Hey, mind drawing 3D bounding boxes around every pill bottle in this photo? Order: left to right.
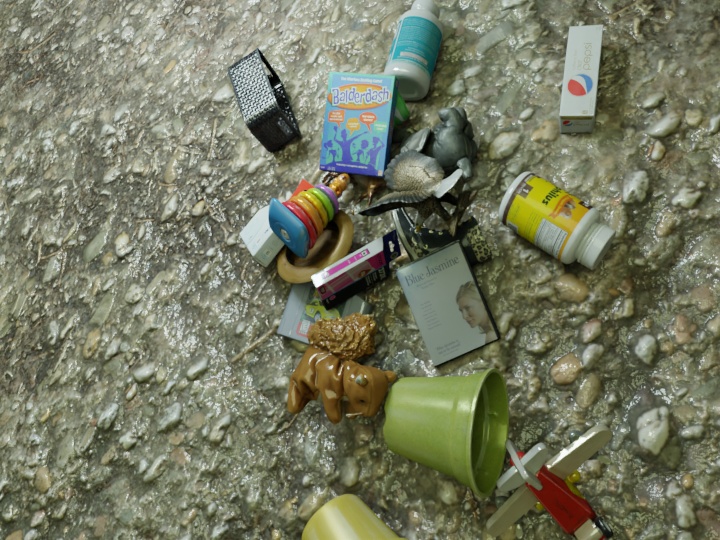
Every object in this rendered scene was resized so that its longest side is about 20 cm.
[{"bbox_3d":[0.123,-0.500,1.244,0.107,0.111,0.207,11,78,24],"label":"pill bottle"},{"bbox_3d":[0.361,-0.089,1.018,0.198,0.109,0.110,38,88,27],"label":"pill bottle"}]

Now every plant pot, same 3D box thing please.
[{"bbox_3d":[-0.005,0.502,0.936,0.202,0.200,0.188,-49,47,0],"label":"plant pot"},{"bbox_3d":[0.143,0.264,0.960,0.179,0.199,0.208,2,73,32],"label":"plant pot"}]

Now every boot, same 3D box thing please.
[{"bbox_3d":[0.160,-0.073,1.110,0.151,0.073,0.209,-29,72,13],"label":"boot"}]

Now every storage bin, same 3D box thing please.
[{"bbox_3d":[-0.233,-0.409,1.341,0.091,0.135,0.205,-25,66,10],"label":"storage bin"}]

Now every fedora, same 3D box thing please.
[{"bbox_3d":[-0.087,-0.039,1.183,0.195,0.082,0.206,-19,50,23],"label":"fedora"}]

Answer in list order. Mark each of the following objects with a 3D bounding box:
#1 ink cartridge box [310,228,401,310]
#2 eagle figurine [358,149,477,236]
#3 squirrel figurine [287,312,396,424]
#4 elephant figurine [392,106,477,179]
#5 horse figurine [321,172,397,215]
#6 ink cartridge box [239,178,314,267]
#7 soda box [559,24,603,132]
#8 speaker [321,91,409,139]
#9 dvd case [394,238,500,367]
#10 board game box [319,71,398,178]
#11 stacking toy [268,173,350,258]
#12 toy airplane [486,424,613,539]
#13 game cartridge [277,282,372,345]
[{"bbox_3d":[0.000,0.000,1.114,0.196,0.096,0.037,-31,56,-7],"label":"ink cartridge box"},{"bbox_3d":[0.106,-0.140,1.042,0.195,0.151,0.155,26,103,14],"label":"eagle figurine"},{"bbox_3d":[-0.026,0.178,1.020,0.183,0.138,0.208,-6,77,49],"label":"squirrel figurine"},{"bbox_3d":[0.139,-0.247,1.162,0.194,0.155,0.146,-15,101,27],"label":"elephant figurine"},{"bbox_3d":[-0.007,-0.195,1.228,0.197,0.050,0.134,31,76,32],"label":"horse figurine"},{"bbox_3d":[-0.181,-0.122,1.235,0.202,0.047,0.160,-52,29,2],"label":"ink cartridge box"},{"bbox_3d":[0.442,-0.382,1.107,0.066,0.064,0.207,5,76,22],"label":"soda box"},{"bbox_3d":[0.010,-0.327,1.239,0.196,0.088,0.091,-30,64,16],"label":"speaker"},{"bbox_3d":[0.166,0.063,1.058,0.139,0.018,0.206,-24,87,12],"label":"dvd case"},{"bbox_3d":[-0.004,-0.308,1.174,0.147,0.045,0.208,8,95,16],"label":"board game box"},{"bbox_3d":[-0.086,-0.133,1.135,0.109,0.117,0.200,39,63,14],"label":"stacking toy"},{"bbox_3d":[0.299,0.340,0.888,0.192,0.141,0.207,-1,104,7],"label":"toy airplane"},{"bbox_3d":[-0.076,0.097,1.173,0.194,0.041,0.137,13,74,24],"label":"game cartridge"}]
